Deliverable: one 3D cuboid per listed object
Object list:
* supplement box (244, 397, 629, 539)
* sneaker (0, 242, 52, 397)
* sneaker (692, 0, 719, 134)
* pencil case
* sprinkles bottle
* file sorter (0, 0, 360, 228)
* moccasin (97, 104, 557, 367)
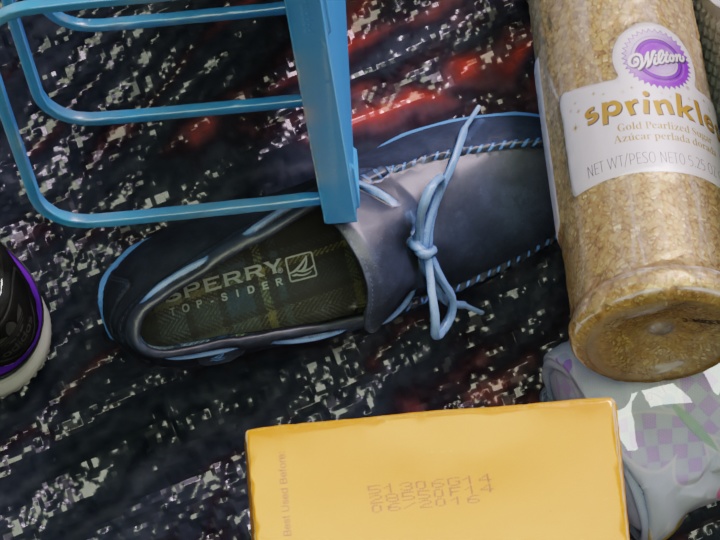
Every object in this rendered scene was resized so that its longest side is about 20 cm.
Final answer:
[{"bbox_3d":[0.025,0.101,0.934,0.125,0.200,0.074,-5,78,-1],"label":"supplement box"},{"bbox_3d":[-0.203,-0.030,1.001,0.200,0.100,0.070,34,80,4],"label":"sneaker"},{"bbox_3d":[0.172,-0.067,0.969,0.079,0.200,0.079,-1,113,-2],"label":"sneaker"},{"bbox_3d":[0.170,0.027,1.006,0.199,0.083,0.091,-30,119,-5],"label":"pencil case"},{"bbox_3d":[0.100,-0.058,0.981,0.068,0.068,0.201,-4,57,-1],"label":"sprinkles bottle"},{"bbox_3d":[-0.070,-0.134,0.968,0.122,0.139,0.201,-4,56,3],"label":"file sorter"},{"bbox_3d":[0.000,0.000,1.008,0.199,0.068,0.081,-23,107,-3],"label":"moccasin"}]
